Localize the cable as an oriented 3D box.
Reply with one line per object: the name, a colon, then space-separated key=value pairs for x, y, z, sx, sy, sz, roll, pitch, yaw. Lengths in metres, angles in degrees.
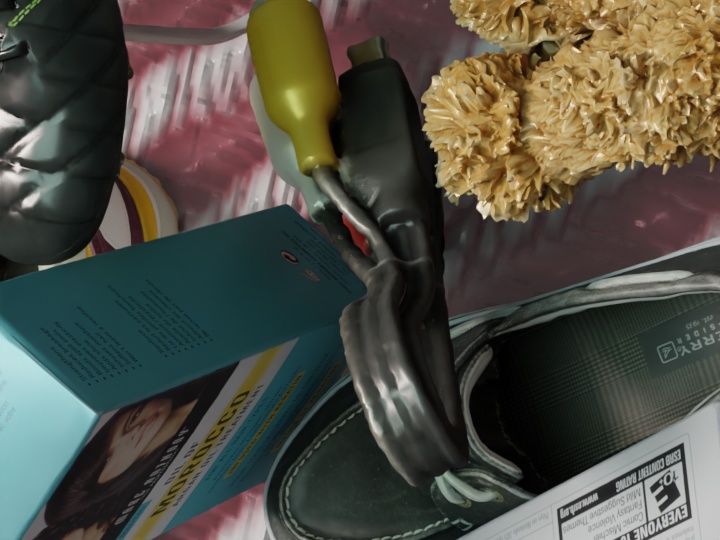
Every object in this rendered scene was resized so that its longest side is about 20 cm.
cable: x=0.000 y=0.000 z=0.740 sx=0.050 sy=0.097 sz=0.200 roll=-16 pitch=41 yaw=9

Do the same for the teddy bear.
teddy bear: x=0.108 y=-0.066 z=0.714 sx=0.199 sy=0.067 sz=0.145 roll=17 pitch=65 yaw=32

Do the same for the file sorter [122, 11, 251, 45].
file sorter: x=-0.077 y=-0.183 z=0.790 sx=0.139 sy=0.124 sz=0.200 roll=-41 pitch=74 yaw=25

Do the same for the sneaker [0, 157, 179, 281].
sneaker: x=-0.119 y=0.059 z=0.845 sx=0.075 sy=0.090 sz=0.201 roll=13 pitch=98 yaw=27

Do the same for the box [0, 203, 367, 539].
box: x=-0.064 y=0.037 z=0.750 sx=0.049 sy=0.200 sz=0.082 roll=40 pitch=111 yaw=12

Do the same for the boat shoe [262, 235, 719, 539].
boat shoe: x=0.043 y=0.038 z=0.767 sx=0.200 sy=0.071 sz=0.072 roll=-30 pitch=79 yaw=26

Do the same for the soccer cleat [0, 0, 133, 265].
soccer cleat: x=-0.107 y=-0.100 z=0.694 sx=0.067 sy=0.081 sz=0.201 roll=-7 pitch=89 yaw=30

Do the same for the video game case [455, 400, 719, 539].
video game case: x=0.051 y=0.158 z=0.718 sx=0.200 sy=0.045 sz=0.182 roll=-33 pitch=48 yaw=41
